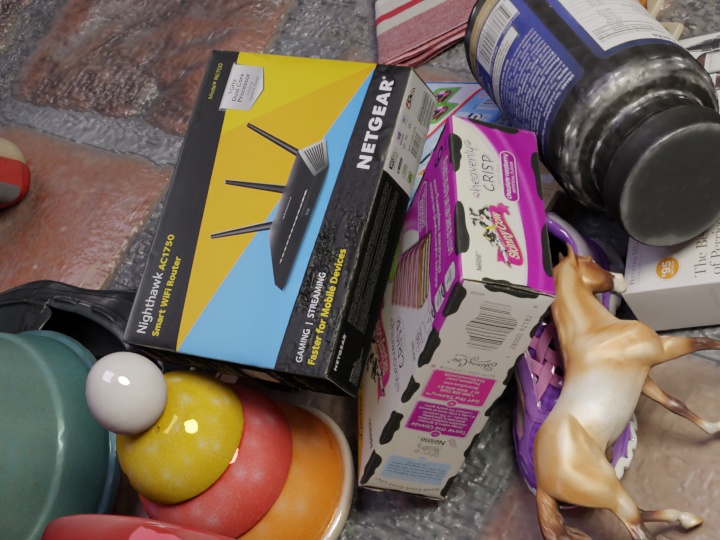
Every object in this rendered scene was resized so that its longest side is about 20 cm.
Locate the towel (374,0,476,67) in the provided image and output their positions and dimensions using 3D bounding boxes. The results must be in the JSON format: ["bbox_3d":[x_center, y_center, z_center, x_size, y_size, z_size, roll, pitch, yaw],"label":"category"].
[{"bbox_3d":[0.074,-0.254,1.339,0.143,0.023,0.201,-23,45,23],"label":"towel"}]

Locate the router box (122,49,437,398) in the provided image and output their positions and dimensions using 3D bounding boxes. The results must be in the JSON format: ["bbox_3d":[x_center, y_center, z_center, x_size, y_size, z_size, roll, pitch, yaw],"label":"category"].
[{"bbox_3d":[-0.049,-0.032,1.033,0.148,0.051,0.202,8,73,27],"label":"router box"}]

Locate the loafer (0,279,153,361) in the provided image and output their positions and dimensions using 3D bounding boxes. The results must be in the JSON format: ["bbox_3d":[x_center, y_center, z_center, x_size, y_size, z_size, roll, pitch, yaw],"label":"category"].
[{"bbox_3d":[-0.233,0.047,1.283,0.199,0.069,0.070,-1,18,33],"label":"loafer"}]

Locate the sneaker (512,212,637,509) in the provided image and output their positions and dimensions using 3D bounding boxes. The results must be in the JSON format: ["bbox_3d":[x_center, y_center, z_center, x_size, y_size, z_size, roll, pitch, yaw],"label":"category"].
[{"bbox_3d":[0.117,0.047,1.022,0.080,0.089,0.202,-16,50,24],"label":"sneaker"}]

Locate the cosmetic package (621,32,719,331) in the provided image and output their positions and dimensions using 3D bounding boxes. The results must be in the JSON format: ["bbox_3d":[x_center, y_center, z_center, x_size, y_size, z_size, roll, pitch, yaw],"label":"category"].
[{"bbox_3d":[0.220,-0.061,1.058,0.082,0.051,0.201,-10,52,31],"label":"cosmetic package"}]

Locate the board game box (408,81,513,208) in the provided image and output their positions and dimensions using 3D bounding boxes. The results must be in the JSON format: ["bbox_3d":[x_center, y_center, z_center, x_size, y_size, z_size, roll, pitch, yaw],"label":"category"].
[{"bbox_3d":[0.015,-0.079,1.183,0.151,0.037,0.199,-44,31,-26],"label":"board game box"}]

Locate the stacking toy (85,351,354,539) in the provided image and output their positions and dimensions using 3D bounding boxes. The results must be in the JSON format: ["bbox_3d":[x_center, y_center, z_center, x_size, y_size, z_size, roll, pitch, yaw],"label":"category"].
[{"bbox_3d":[-0.107,0.109,1.055,0.145,0.200,0.147,-20,47,23],"label":"stacking toy"}]

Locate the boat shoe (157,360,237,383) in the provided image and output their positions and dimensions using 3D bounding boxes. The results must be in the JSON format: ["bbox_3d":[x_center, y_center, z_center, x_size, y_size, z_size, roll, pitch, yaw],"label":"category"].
[{"bbox_3d":[-0.112,0.046,1.148,0.200,0.067,0.072,-47,37,45],"label":"boat shoe"}]

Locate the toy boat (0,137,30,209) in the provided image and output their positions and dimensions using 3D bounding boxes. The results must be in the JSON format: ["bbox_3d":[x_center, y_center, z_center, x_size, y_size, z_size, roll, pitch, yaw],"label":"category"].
[{"bbox_3d":[-0.381,-0.037,1.450,0.199,0.130,0.132,-16,78,26],"label":"toy boat"}]

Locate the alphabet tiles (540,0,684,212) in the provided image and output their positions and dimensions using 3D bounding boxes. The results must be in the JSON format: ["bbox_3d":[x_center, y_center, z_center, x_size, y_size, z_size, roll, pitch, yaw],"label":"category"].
[{"bbox_3d":[0.137,-0.117,1.155,0.166,0.006,0.201,16,75,57],"label":"alphabet tiles"}]

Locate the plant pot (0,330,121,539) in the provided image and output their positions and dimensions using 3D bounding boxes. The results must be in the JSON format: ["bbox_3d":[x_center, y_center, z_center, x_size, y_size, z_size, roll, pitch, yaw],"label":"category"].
[{"bbox_3d":[-0.303,0.121,1.152,0.199,0.196,0.202,-11,71,33],"label":"plant pot"}]

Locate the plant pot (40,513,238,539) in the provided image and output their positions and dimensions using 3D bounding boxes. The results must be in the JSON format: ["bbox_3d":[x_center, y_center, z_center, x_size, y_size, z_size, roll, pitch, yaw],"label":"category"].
[{"bbox_3d":[-0.107,0.255,0.951,0.199,0.200,0.184,-5,63,33],"label":"plant pot"}]

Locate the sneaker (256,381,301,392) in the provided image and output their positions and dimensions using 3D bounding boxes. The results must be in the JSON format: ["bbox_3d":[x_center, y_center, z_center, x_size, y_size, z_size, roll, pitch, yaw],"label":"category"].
[{"bbox_3d":[0.000,0.000,1.156,0.199,0.070,0.094,-31,50,17],"label":"sneaker"}]

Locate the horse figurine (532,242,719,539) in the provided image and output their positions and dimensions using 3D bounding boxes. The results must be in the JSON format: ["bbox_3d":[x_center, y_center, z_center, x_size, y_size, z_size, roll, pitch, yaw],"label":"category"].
[{"bbox_3d":[0.148,0.091,0.947,0.132,0.050,0.201,23,69,-3],"label":"horse figurine"}]

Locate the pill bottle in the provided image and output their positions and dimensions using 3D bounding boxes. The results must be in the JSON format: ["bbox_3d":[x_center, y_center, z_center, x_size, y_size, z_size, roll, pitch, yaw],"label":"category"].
[{"bbox_3d":[0.150,-0.107,1.025,0.112,0.112,0.201,-37,43,6],"label":"pill bottle"}]

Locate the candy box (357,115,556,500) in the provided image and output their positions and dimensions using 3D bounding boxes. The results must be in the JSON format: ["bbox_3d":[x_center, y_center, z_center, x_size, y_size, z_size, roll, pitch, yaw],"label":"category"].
[{"bbox_3d":[0.052,0.026,1.015,0.137,0.060,0.201,-91,17,-44],"label":"candy box"}]
